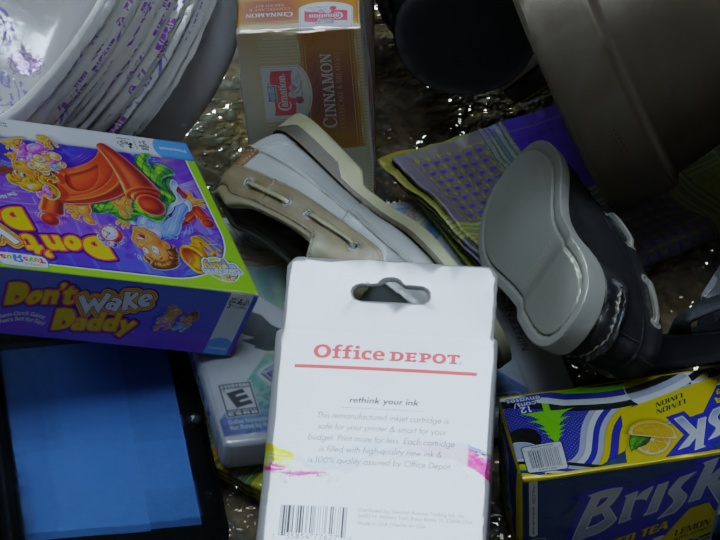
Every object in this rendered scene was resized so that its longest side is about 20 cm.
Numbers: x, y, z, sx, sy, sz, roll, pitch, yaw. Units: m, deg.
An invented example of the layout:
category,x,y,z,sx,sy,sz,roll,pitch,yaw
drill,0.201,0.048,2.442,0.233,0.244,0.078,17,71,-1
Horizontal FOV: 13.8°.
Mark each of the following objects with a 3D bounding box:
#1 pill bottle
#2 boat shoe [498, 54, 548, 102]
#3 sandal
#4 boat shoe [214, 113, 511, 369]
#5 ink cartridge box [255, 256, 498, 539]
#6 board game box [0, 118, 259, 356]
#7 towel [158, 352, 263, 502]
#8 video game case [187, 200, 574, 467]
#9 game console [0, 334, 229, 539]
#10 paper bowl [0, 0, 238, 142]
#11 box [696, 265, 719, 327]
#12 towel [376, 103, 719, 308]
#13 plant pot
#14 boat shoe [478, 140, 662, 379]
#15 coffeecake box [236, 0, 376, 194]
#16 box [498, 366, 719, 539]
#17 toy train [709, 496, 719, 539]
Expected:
category,x,y,z,sx,sy,sz,roll,pitch,yaw
pill bottle,0.064,-0.195,1.816,0.112,0.112,0.200,-1,35,2
boat shoe,0.175,-0.150,1.808,0.200,0.063,0.073,-33,11,-5
sandal,0.195,0.026,1.553,0.076,0.043,0.200,-6,-4,-44
boat shoe,0.000,0.000,1.615,0.068,0.075,0.200,-36,56,-15
ink cartridge box,0.010,0.097,1.511,0.115,0.068,0.200,3,61,3
board game box,-0.168,-0.022,1.581,0.200,0.045,0.135,6,36,-31
towel,-0.106,0.062,1.637,0.200,0.018,0.086,25,46,27
video game case,0.002,0.029,1.643,0.200,0.022,0.182,-6,42,-14
game console,-0.171,0.057,1.549,0.118,0.171,0.200,-29,41,10
paper bowl,-0.146,-0.137,1.744,0.104,0.201,0.201,31,36,-25
box,0.307,0.013,1.642,0.200,0.048,0.158,18,46,21
towel,0.125,-0.048,1.719,0.200,0.023,0.144,-17,45,-26
plant pot,0.181,-0.154,1.632,0.173,0.200,0.200,-23,42,11
boat shoe,0.115,-0.006,1.597,0.060,0.074,0.200,29,16,-21
coffeecake box,-0.030,-0.143,1.751,0.073,0.154,0.200,-2,43,2
box,0.174,0.097,1.543,0.200,0.070,0.064,-8,41,-5
toy train,0.265,0.138,1.466,0.200,0.087,0.114,8,63,6
